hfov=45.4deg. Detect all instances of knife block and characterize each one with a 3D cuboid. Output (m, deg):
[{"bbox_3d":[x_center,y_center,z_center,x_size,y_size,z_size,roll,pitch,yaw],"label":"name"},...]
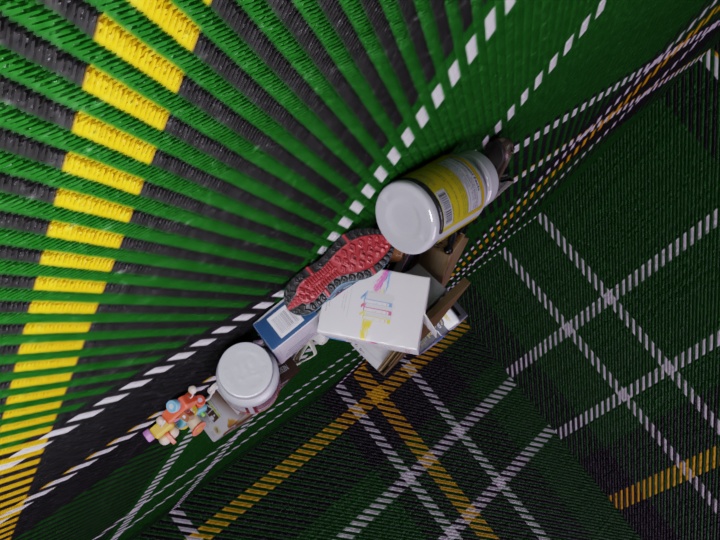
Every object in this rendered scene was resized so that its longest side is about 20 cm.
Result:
[{"bbox_3d":[0.156,-0.037,1.724,0.202,0.064,0.175,-64,165,10],"label":"knife block"}]

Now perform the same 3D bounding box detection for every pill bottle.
[{"bbox_3d":[0.123,-0.112,1.328,0.199,0.115,0.114,-31,168,-44],"label":"pill bottle"},{"bbox_3d":[-0.194,0.185,1.491,0.109,0.110,0.200,-37,171,-13],"label":"pill bottle"}]

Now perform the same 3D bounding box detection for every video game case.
[{"bbox_3d":[0.123,-0.050,1.748,0.144,0.017,0.200,-62,166,2],"label":"video game case"}]

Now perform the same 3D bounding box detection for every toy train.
[{"bbox_3d":[-0.311,0.264,1.572,0.150,0.056,0.200,-42,171,14],"label":"toy train"}]

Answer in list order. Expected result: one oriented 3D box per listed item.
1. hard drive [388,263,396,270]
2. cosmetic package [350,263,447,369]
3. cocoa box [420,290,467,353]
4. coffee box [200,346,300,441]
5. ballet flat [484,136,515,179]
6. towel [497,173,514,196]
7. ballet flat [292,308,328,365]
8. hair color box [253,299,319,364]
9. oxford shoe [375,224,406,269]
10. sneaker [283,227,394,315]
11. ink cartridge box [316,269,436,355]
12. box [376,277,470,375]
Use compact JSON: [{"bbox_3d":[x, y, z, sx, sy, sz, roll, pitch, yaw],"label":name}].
[{"bbox_3d":[0.044,0.025,1.826,0.135,0.042,0.200,-48,176,-43],"label":"hard drive"},{"bbox_3d":[0.074,0.093,1.719,0.107,0.085,0.201,-37,167,-46],"label":"cosmetic package"},{"bbox_3d":[0.133,0.076,2.012,0.131,0.201,0.133,-41,172,14],"label":"cocoa box"},{"bbox_3d":[-0.229,0.241,1.717,0.200,0.080,0.114,-45,170,30],"label":"coffee box"},{"bbox_3d":[0.244,-0.188,1.624,0.046,0.068,0.201,-30,162,-24],"label":"ballet flat"},{"bbox_3d":[0.248,-0.151,1.954,0.200,0.035,0.192,-42,168,25],"label":"towel"},{"bbox_3d":[-0.103,0.140,1.793,0.200,0.070,0.069,-46,169,33],"label":"ballet flat"},{"bbox_3d":[-0.126,0.102,1.517,0.100,0.061,0.200,-38,171,-9],"label":"hair color box"},{"bbox_3d":[0.062,-0.058,1.486,0.071,0.071,0.200,-31,166,-35],"label":"oxford shoe"},{"bbox_3d":[-0.038,-0.003,1.378,0.199,0.080,0.096,-31,180,-2],"label":"sneaker"},{"bbox_3d":[0.039,0.068,1.482,0.129,0.197,0.127,64,36,-81],"label":"ink cartridge box"},{"bbox_3d":[0.125,0.108,1.680,0.200,0.021,0.164,-36,165,-46],"label":"box"}]
